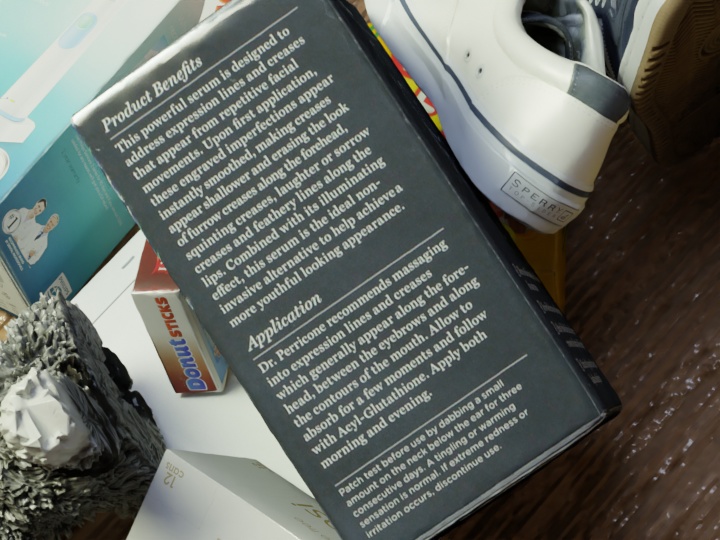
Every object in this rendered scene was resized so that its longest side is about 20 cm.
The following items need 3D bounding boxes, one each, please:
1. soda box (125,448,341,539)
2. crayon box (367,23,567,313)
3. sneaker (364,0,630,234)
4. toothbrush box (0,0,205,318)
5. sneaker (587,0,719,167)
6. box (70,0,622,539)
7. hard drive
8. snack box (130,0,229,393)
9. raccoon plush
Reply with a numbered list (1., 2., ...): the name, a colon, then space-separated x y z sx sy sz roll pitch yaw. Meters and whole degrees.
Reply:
1. soda box: -0.002 0.144 1.070 0.199 0.064 0.069 30 100 33
2. crayon box: 0.026 -0.027 1.191 0.126 0.051 0.201 -2 44 7
3. sneaker: 0.060 -0.089 1.107 0.071 0.073 0.200 -50 34 15
4. toothbrush box: -0.150 -0.092 1.303 0.146 0.086 0.200 23 63 32
5. sneaker: 0.110 -0.117 1.143 0.070 0.200 0.109 -34 75 -4
6. box: 0.000 0.000 1.055 0.107 0.148 0.201 -34 84 5
7. hard drive: -0.035 0.041 1.201 0.199 0.027 0.132 30 66 34
8. snack box: -0.060 -0.049 1.215 0.024 0.072 0.201 0 52 15
9. raccoon plush: -0.160 0.075 1.115 0.133 0.200 0.097 -31 74 4
